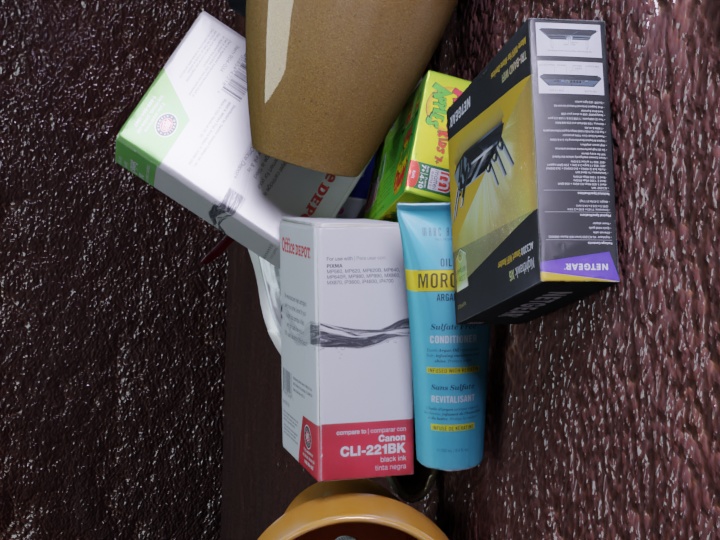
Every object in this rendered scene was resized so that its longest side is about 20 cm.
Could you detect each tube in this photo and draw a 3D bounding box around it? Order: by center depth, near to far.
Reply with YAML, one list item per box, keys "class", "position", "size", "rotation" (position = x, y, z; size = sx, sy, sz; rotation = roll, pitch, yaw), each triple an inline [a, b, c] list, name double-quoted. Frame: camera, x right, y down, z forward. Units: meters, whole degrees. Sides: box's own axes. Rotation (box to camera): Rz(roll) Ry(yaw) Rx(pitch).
- class: "tube"
  position: [0.068, 0.047, 0.999]
  size: [0.050, 0.076, 0.203]
  rotation: [-120, 28, -75]

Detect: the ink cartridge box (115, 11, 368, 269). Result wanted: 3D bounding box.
- class: "ink cartridge box"
  position: [-0.101, -0.112, 1.203]
  size: [0.146, 0.199, 0.084]
  rotation: [-57, 4, -16]

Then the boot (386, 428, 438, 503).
- class: "boot"
  position: [0.031, 0.093, 1.210]
  size: [0.155, 0.071, 0.203]
  rotation: [-121, 26, -72]

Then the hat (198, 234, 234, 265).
- class: "hat"
  position: [-0.123, -0.129, 1.745]
  size: [0.166, 0.174, 0.203]
  rotation: [117, 151, -67]

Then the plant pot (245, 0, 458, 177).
- class: "plant pot"
  position: [-0.020, -0.185, 1.066]
  size: [0.186, 0.184, 0.202]
  rotation: [-129, 54, -73]

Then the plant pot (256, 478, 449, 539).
- class: "plant pot"
  position: [-0.008, 0.266, 1.120]
  size: [0.183, 0.197, 0.203]
  rotation: [-101, 14, -77]

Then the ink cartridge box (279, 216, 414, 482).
- class: "ink cartridge box"
  position: [-0.014, 0.057, 1.092]
  size: [0.144, 0.083, 0.203]
  rotation: [-164, 73, -74]

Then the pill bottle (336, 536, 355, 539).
- class: "pill bottle"
  position: [-0.012, 0.302, 1.327]
  size: [0.200, 0.111, 0.114]
  rotation: [-147, 57, -78]

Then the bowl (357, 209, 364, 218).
- class: "bowl"
  position: [-0.013, 0.029, 1.446]
  size: [0.200, 0.074, 0.203]
  rotation: [138, 130, -74]

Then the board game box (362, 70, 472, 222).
- class: "board game box"
  position: [0.047, -0.087, 1.134]
  size: [0.200, 0.047, 0.103]
  rotation: [136, 146, -76]

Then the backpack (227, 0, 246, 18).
- class: "backpack"
  position: [-0.041, -0.317, 1.273]
  size: [0.201, 0.188, 0.156]
  rotation: [109, 155, -57]

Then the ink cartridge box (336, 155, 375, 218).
- class: "ink cartridge box"
  position: [-0.030, -0.060, 1.330]
  size: [0.200, 0.037, 0.095]
  rotation: [-50, 19, 36]

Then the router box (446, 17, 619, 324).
- class: "router box"
  position: [0.106, -0.055, 0.862]
  size: [0.200, 0.051, 0.160]
  rotation: [136, 133, -76]

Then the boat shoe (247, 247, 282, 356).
- class: "boat shoe"
  position: [-0.053, 0.008, 1.263]
  size: [0.068, 0.071, 0.202]
  rotation: [-31, 68, 47]
